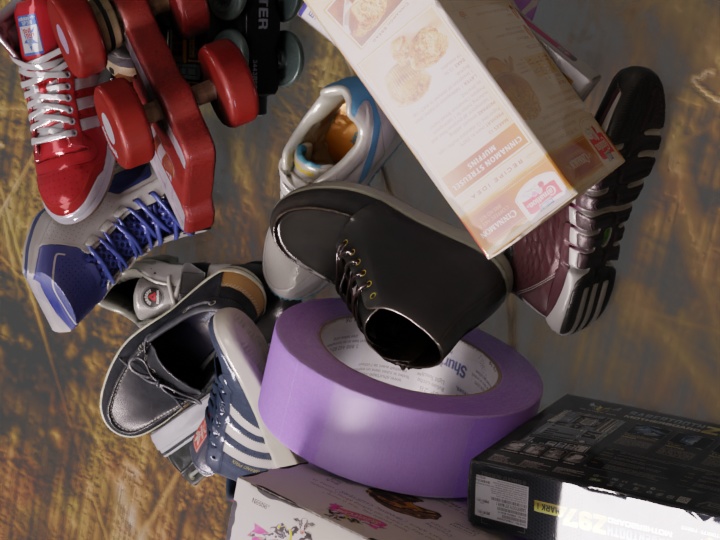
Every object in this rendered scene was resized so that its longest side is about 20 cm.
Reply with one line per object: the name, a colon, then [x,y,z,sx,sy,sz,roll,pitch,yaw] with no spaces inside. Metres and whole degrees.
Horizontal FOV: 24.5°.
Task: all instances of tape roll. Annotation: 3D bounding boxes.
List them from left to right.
tape roll: [0.029,0.088,1.202,0.200,0.200,0.066,27,112,31]

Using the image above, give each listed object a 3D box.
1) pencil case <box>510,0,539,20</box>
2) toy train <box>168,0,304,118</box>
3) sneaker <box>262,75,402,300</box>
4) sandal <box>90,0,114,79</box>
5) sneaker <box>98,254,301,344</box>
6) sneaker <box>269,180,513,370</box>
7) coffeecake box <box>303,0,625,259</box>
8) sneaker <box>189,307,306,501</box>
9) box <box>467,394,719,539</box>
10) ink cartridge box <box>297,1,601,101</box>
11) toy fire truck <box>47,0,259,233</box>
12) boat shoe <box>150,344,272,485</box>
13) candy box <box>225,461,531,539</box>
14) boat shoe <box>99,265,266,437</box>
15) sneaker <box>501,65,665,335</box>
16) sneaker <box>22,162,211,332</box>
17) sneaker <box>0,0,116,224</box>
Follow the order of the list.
pencil case: [0.089,-0.178,1.197,0.084,0.085,0.201,-112,38,-62]
toy train: [-0.106,-0.224,1.338,0.114,0.085,0.201,10,103,46]
sneaker: [-0.035,-0.065,1.300,0.076,0.081,0.201,37,115,27]
sandal: [-0.216,-0.203,1.443,0.075,0.045,0.201,-12,89,36]
sneaker: [-0.143,0.028,1.398,0.199,0.088,0.075,3,97,36]
sneaker: [0.000,0.000,1.197,0.199,0.106,0.075,17,129,28]
coffeecake box: [0.069,-0.120,1.049,0.073,0.153,0.200,-37,87,22]
sneaker: [-0.101,0.115,1.293,0.084,0.075,0.201,-13,129,6]
box: [0.193,0.142,1.101,0.199,0.158,0.051,10,109,30]
ink cartridge box: [0.060,-0.155,1.146,0.200,0.037,0.095,39,113,7]
toy fire truck: [-0.165,-0.142,1.295,0.201,0.112,0.168,62,162,16]
boat shoe: [-0.093,0.120,1.394,0.200,0.072,0.071,-34,96,41]
candy box: [0.032,0.188,1.131,0.167,0.200,0.072,21,103,34]
boat shoe: [-0.152,0.075,1.358,0.075,0.062,0.200,40,120,-13]
sneaker: [0.136,-0.063,1.179,0.115,0.075,0.201,29,114,34]
sneaker: [-0.192,-0.042,1.377,0.115,0.200,0.081,-6,126,26]
sneaker: [-0.248,-0.144,1.337,0.071,0.113,0.201,-10,62,15]
